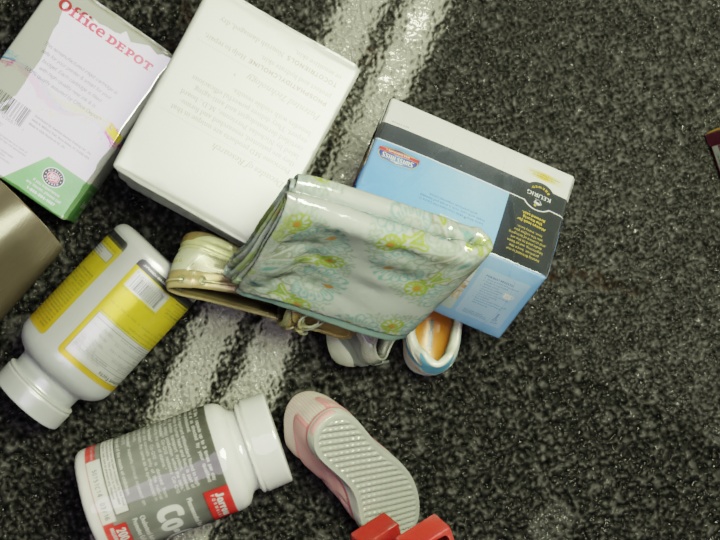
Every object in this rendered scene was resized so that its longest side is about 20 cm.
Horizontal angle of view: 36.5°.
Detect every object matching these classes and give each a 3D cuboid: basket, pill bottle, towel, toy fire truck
[{"bbox_3d":[-0.405,0.009,1.074,0.136,0.181,0.200,38,73,22],"label":"basket"},{"bbox_3d":[-0.268,0.059,1.103,0.112,0.112,0.200,43,84,-4],"label":"pill bottle"},{"bbox_3d":[-0.007,-0.006,0.985,0.199,0.171,0.048,16,58,-20],"label":"towel"},{"bbox_3d":[0.051,0.315,1.087,0.049,0.141,0.201,-26,118,-24],"label":"toy fire truck"},{"bbox_3d":[-0.177,0.204,1.108,0.199,0.114,0.115,-19,91,-6],"label":"pill bottle"}]

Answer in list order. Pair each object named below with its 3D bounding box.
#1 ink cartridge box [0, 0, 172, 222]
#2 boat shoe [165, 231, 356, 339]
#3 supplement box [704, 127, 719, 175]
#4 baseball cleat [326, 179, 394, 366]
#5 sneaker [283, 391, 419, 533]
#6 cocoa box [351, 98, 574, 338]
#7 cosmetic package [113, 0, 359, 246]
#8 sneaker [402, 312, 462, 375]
[{"bbox_3d":[-0.300,-0.171,1.119,0.145,0.088,0.201,34,87,-5],"label":"ink cartridge box"},{"bbox_3d":[-0.091,0.029,1.075,0.200,0.073,0.063,26,63,-14],"label":"boat shoe"},{"bbox_3d":[0.506,-0.131,1.202,0.199,0.103,0.132,-19,90,-6],"label":"supplement box"},{"bbox_3d":[0.000,0.000,1.142,0.070,0.106,0.201,-18,101,-51],"label":"baseball cleat"},{"bbox_3d":[-0.013,0.203,1.156,0.075,0.104,0.201,-42,123,-14],"label":"sneaker"},{"bbox_3d":[0.085,-0.048,1.072,0.199,0.134,0.132,23,57,-3],"label":"cocoa box"},{"bbox_3d":[-0.125,-0.142,1.097,0.166,0.167,0.201,28,86,-7],"label":"cosmetic package"},{"bbox_3d":[0.079,0.010,1.159,0.076,0.081,0.202,-3,84,-6],"label":"sneaker"}]
